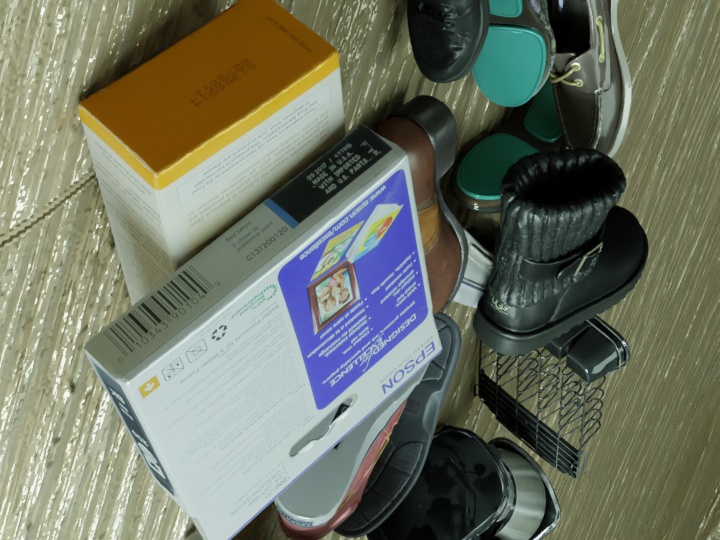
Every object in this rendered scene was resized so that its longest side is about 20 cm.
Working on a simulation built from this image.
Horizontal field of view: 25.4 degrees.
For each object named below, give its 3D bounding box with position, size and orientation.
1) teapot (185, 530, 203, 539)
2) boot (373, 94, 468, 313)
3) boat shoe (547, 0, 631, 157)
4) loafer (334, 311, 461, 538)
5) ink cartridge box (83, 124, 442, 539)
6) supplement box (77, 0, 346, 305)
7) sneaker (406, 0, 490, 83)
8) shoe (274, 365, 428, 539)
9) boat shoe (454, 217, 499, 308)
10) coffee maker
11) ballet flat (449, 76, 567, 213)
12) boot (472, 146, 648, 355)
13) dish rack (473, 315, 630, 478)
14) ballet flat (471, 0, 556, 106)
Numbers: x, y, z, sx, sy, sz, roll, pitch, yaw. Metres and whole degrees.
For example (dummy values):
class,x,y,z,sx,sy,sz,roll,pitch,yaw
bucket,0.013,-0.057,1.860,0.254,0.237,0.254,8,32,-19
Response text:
class,x,y,z,sx,sy,sz,roll,pitch,yaw
teapot,-0.022,0.273,1.198,0.199,0.197,0.147,-11,131,-57
boot,0.000,0.000,1.122,0.200,0.068,0.190,-43,150,-38
boat shoe,0.170,-0.179,1.255,0.059,0.071,0.202,-21,118,-37
loafer,0.035,0.132,1.340,0.202,0.071,0.063,-65,161,-4
ink cartridge box,-0.044,0.044,0.905,0.198,0.043,0.201,-40,147,-18
supplement box,-0.073,-0.038,0.894,0.126,0.073,0.201,-37,148,-23
sneaker,0.045,-0.208,1.011,0.104,0.060,0.202,-30,135,-54
shoe,-0.007,0.116,1.239,0.201,0.071,0.091,-60,172,-21
boat shoe,0.103,-0.008,1.337,0.199,0.071,0.070,17,102,-60
coffee maker,0.078,0.238,1.458,0.194,0.134,0.200,-62,156,0
ballet flat,0.135,-0.091,1.318,0.200,0.068,0.069,-44,159,-37
boot,0.176,-0.037,1.269,0.211,0.079,0.159,-36,146,-41
dish rack,0.170,0.098,1.489,0.054,0.153,0.201,-34,146,-24
ballet flat,0.111,-0.197,1.152,0.072,0.072,0.201,-55,157,-18
